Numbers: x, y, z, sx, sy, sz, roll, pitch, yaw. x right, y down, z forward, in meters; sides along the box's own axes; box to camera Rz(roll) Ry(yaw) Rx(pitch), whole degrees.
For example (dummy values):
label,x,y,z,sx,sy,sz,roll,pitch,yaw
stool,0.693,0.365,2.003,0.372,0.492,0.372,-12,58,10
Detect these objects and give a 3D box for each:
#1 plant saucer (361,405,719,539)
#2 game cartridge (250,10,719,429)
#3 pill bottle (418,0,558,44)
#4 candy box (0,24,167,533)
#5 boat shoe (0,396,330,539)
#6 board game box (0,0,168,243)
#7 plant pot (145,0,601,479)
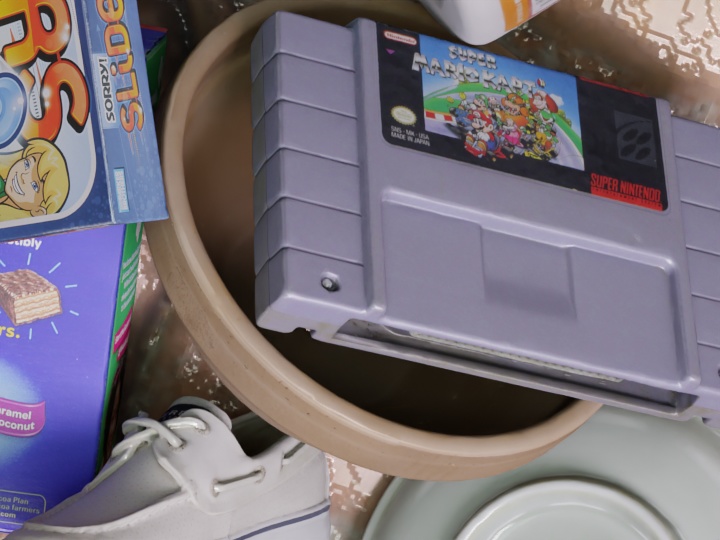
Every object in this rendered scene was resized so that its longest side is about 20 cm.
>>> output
label,x,y,z,sx,sy,sz,roll,pitch,yaw
plant saucer,0.084,0.138,1.103,0.200,0.050,0.201,-3,78,16
game cartridge,0.055,-0.020,1.018,0.200,0.038,0.130,13,59,-24
pill bottle,0.096,-0.180,1.037,0.200,0.112,0.112,-32,102,-6
candy box,-0.173,-0.007,1.097,0.169,0.077,0.201,8,104,-2
boat shoe,-0.073,0.084,1.069,0.071,0.200,0.070,5,97,33
board game box,-0.144,-0.108,0.992,0.135,0.034,0.201,-8,91,32
plant pot,0.000,0.000,1.063,0.201,0.201,0.093,32,139,-8
